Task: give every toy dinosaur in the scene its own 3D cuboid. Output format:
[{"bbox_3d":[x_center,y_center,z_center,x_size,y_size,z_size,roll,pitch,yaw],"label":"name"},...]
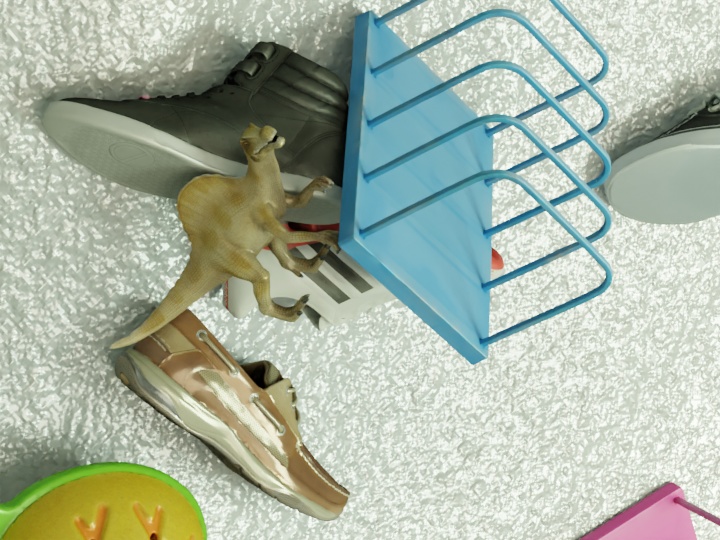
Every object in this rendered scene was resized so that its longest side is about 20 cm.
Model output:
[{"bbox_3d":[-0.072,-0.015,1.523,0.101,0.058,0.200,29,125,-7],"label":"toy dinosaur"}]

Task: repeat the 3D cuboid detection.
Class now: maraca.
[{"bbox_3d":[-0.187,0.186,1.547,0.200,0.107,0.137,-3,108,-30],"label":"maraca"}]

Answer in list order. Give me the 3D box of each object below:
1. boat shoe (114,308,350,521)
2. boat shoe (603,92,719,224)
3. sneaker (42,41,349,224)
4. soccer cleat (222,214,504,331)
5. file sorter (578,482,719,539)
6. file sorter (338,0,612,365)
[{"bbox_3d":[-0.070,0.095,1.609,0.200,0.076,0.072,42,81,-35],"label":"boat shoe"},{"bbox_3d":[0.264,-0.093,1.747,0.199,0.068,0.074,-20,129,3],"label":"boat shoe"},{"bbox_3d":[-0.096,-0.099,1.541,0.200,0.071,0.099,14,67,-13],"label":"sneaker"},{"bbox_3d":[0.000,0.000,1.627,0.200,0.069,0.085,4,112,-28],"label":"soccer cleat"},{"bbox_3d":[0.236,0.290,1.821,0.139,0.125,0.200,-29,118,-20],"label":"file sorter"},{"bbox_3d":[0.079,-0.074,1.546,0.123,0.200,0.139,-25,131,30],"label":"file sorter"}]
